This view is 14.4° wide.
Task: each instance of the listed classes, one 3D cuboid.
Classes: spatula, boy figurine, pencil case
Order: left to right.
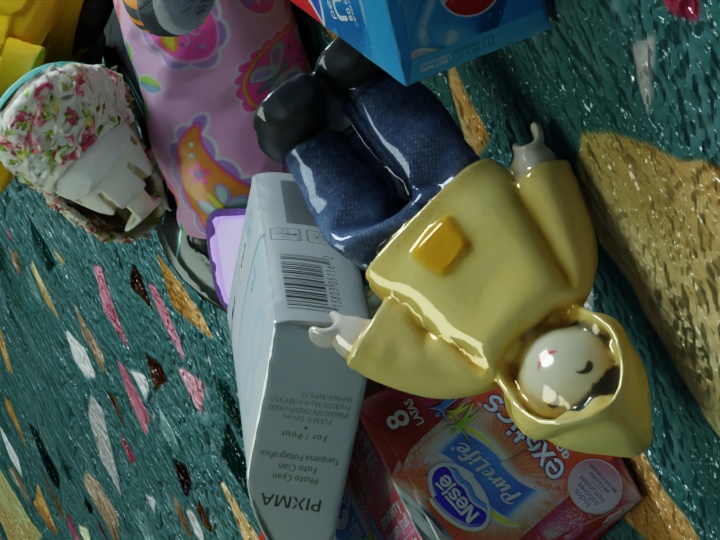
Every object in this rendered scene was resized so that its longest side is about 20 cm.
[{"bbox_3d":[-0.073,-0.115,1.372,0.087,0.087,0.200,34,144,60],"label":"pencil case"},{"bbox_3d":[0.000,0.000,1.305,0.200,0.021,0.057,3,103,49],"label":"spatula"},{"bbox_3d":[0.038,0.001,1.128,0.200,0.124,0.064,52,178,20],"label":"boy figurine"}]

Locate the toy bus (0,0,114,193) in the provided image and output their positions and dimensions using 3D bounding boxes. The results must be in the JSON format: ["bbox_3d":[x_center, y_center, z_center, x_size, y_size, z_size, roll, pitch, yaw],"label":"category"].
[{"bbox_3d":[-0.205,-0.092,1.412,0.200,0.136,0.192,112,174,-56],"label":"toy bus"}]

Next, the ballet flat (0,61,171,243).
[{"bbox_3d":[-0.126,-0.054,1.389,0.064,0.076,0.200,45,179,9],"label":"ballet flat"}]

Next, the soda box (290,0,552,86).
[{"bbox_3d":[-0.004,-0.145,1.148,0.200,0.068,0.064,41,150,54],"label":"soda box"}]

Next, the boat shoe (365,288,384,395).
[{"bbox_3d":[0.006,0.072,1.419,0.066,0.072,0.201,47,155,15],"label":"boat shoe"}]

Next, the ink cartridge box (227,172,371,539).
[{"bbox_3d":[-0.040,0.078,1.253,0.160,0.047,0.200,-104,25,-65],"label":"ink cartridge box"}]

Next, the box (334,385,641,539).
[{"bbox_3d":[0.042,0.106,1.291,0.096,0.100,0.200,62,163,13],"label":"box"}]

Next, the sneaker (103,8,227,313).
[{"bbox_3d":[-0.078,-0.063,1.474,0.200,0.075,0.079,62,160,12],"label":"sneaker"}]

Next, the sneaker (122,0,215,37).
[{"bbox_3d":[-0.122,-0.190,1.274,0.078,0.112,0.200,37,-135,-62],"label":"sneaker"}]
